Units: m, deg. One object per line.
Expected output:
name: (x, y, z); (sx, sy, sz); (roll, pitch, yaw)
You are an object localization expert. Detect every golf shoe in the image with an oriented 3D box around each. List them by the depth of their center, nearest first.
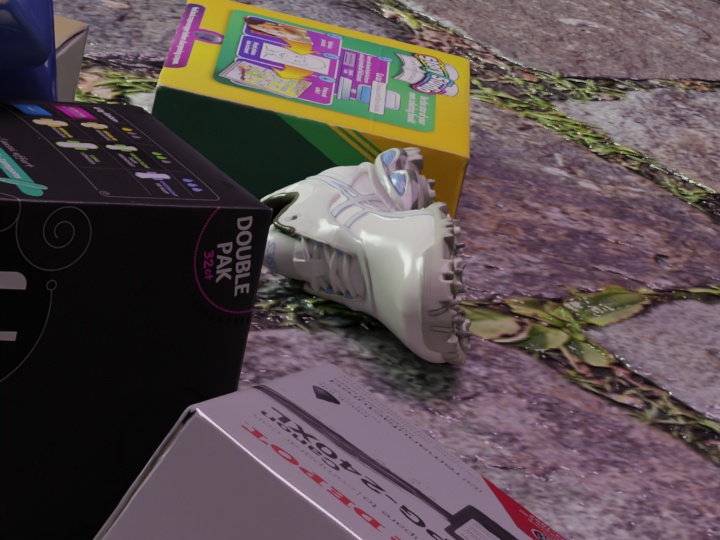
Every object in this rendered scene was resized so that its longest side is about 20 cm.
golf shoe: (0.000, 0.000, 1.465); (0.097, 0.079, 0.200); (-7, 17, -7)

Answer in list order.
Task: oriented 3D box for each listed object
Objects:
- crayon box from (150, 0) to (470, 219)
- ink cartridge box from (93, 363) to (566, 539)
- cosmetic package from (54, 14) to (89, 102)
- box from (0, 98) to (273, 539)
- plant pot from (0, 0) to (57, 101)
crayon box: (-0.026, -0.087, 1.680); (0.172, 0.059, 0.200); (14, 19, -2)
ink cartridge box: (0.002, 0.110, 0.987); (0.145, 0.084, 0.200); (37, 9, 8)
cosmetic package: (-0.244, -0.094, 1.483); (0.199, 0.106, 0.071); (17, 19, 5)
box: (-0.157, 0.019, 1.151); (0.199, 0.149, 0.124); (1, 21, -33)
plant pot: (-0.220, -0.148, 1.219); (0.199, 0.201, 0.180); (-4, -8, -12)
